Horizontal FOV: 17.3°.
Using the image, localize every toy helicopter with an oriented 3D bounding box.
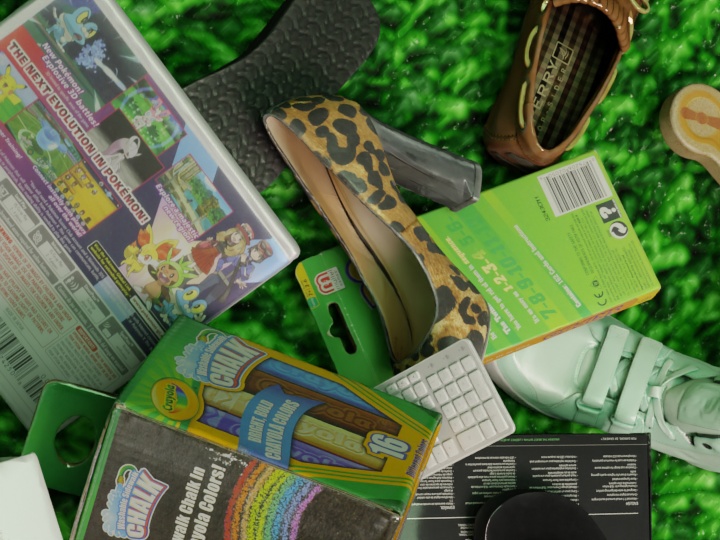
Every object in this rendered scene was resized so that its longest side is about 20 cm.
[{"bbox_3d":[0.268,-0.045,1.489,0.200,0.079,0.132,46,68,-10],"label":"toy helicopter"}]

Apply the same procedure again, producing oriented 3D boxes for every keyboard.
[{"bbox_3d":[0.002,0.100,1.303,0.011,0.200,0.056,-13,76,-51],"label":"keyboard"}]

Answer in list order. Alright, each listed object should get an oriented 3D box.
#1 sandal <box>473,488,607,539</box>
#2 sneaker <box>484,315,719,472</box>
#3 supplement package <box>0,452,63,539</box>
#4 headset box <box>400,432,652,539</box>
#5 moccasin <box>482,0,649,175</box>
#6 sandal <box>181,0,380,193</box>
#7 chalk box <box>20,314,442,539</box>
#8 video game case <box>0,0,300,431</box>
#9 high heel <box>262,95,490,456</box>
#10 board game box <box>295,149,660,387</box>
[{"bbox_3d":[0.133,0.206,1.323,0.076,0.043,0.200,-34,99,-23],"label":"sandal"},{"bbox_3d":[0.176,0.065,1.415,0.200,0.118,0.074,22,78,-18],"label":"sneaker"},{"bbox_3d":[-0.257,0.190,1.180,0.200,0.191,0.147,-17,91,-23],"label":"supplement package"},{"bbox_3d":[0.076,0.194,1.373,0.174,0.093,0.200,0,85,-23],"label":"headset box"},{"bbox_3d":[0.135,-0.155,1.441,0.074,0.078,0.201,33,73,-14],"label":"moccasin"},{"bbox_3d":[-0.062,-0.095,1.376,0.075,0.048,0.200,51,56,-9],"label":"sandal"},{"bbox_3d":[-0.077,0.114,1.238,0.200,0.124,0.125,22,114,5],"label":"chalk box"},{"bbox_3d":[-0.164,-0.036,1.296,0.182,0.023,0.200,-36,99,4],"label":"video game case"},{"bbox_3d":[0.000,0.000,1.316,0.142,0.071,0.200,21,55,-28],"label":"high heel"},{"bbox_3d":[0.068,0.006,1.396,0.200,0.030,0.096,-20,75,-14],"label":"board game box"}]
